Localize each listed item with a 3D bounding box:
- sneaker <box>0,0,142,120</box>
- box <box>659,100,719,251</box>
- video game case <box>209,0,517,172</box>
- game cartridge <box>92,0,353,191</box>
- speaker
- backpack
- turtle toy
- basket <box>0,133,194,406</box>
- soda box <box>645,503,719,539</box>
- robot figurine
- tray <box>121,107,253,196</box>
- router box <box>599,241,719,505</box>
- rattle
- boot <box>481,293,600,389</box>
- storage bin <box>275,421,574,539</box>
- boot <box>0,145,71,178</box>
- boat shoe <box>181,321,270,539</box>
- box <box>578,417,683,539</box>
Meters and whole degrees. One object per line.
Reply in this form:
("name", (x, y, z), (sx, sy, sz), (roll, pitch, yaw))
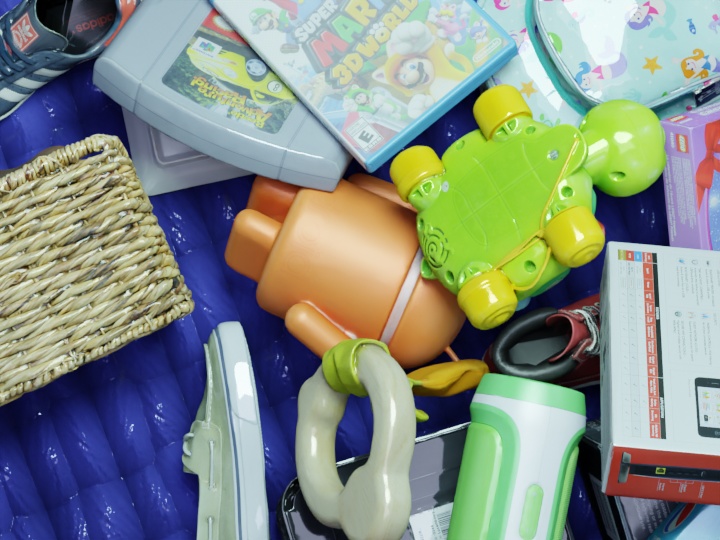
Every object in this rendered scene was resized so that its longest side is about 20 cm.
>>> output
("sneaker", (-0.258, -0.170, 1.490), (0.199, 0.085, 0.075), (-31, 87, -3))
("box", (0.291, -0.029, 1.453), (0.136, 0.039, 0.202), (-18, 110, -28))
("video game case", (-0.001, -0.183, 1.448), (0.143, 0.018, 0.200), (-39, 65, -8))
("game cartridge", (-0.090, -0.136, 1.457), (0.198, 0.041, 0.134), (24, 48, 3))
("speaker", (0.101, 0.177, 1.364), (0.087, 0.088, 0.202), (12, 84, 0))
("backpack", (0.183, -0.171, 1.473), (0.199, 0.151, 0.179), (-27, 85, 3))
("turtle toy", (0.124, -0.051, 1.384), (0.199, 0.101, 0.147), (-35, 65, 16))
("basket", (-0.238, 0.005, 1.446), (0.199, 0.143, 0.150), (-27, 92, -7))
("soda box", (0.217, 0.215, 1.335), (0.068, 0.064, 0.200), (44, 89, -2))
("robot figurine", (-0.001, 0.002, 1.468), (0.198, 0.144, 0.118), (24, 108, 0))
("tray", (-0.085, -0.130, 1.522), (0.198, 0.022, 0.109), (-12, 85, -2))
("router box", (0.252, 0.070, 1.326), (0.177, 0.049, 0.201), (6, 42, 2))
("rattle", (0.032, 0.154, 1.363), (0.130, 0.142, 0.201), (-35, 52, 26))
("boot", (0.188, 0.043, 1.453), (0.198, 0.144, 0.073), (-20, 80, -4))
("storage bin", (0.047, 0.196, 1.452), (0.198, 0.094, 0.137), (-16, 81, -7))
("boot", (-0.332, -0.102, 1.471), (0.186, 0.064, 0.201), (-37, 92, 14))
("boat shoe", (-0.103, 0.141, 1.478), (0.061, 0.072, 0.202), (-5, 89, -4))
("box", (0.270, 0.141, 1.444), (0.198, 0.148, 0.108), (-17, 91, -3))
